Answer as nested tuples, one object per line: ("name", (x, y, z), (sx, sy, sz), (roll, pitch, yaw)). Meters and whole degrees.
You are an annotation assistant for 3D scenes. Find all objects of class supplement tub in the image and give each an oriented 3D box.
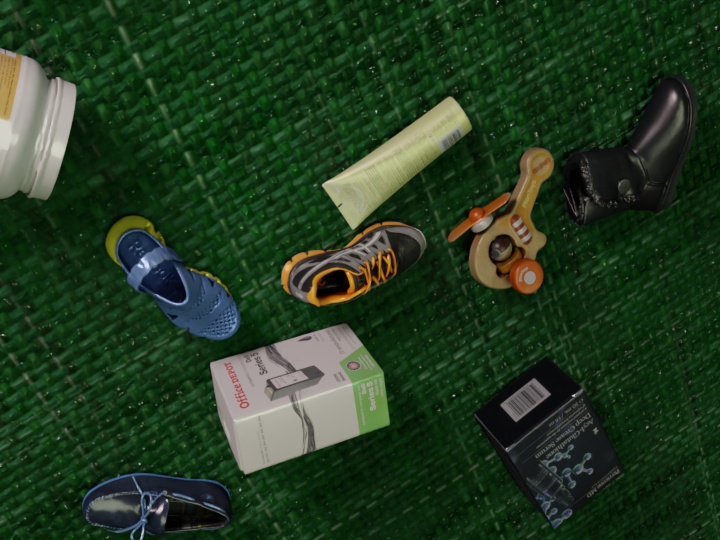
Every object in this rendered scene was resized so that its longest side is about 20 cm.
("supplement tub", (-0.393, -0.155, 0.865), (0.197, 0.144, 0.147), (15, 106, -27))

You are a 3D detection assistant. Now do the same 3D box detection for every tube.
("tube", (0.048, -0.141, 1.116), (0.199, 0.052, 0.058), (-38, 80, 1))

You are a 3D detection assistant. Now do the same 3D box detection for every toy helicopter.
("toy helicopter", (0.203, -0.075, 1.204), (0.130, 0.079, 0.203), (21, 93, -20))

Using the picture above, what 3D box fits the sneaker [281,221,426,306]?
("sneaker", (0.000, 0.000, 1.136), (0.197, 0.077, 0.080), (-22, 117, -14))

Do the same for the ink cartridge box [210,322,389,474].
("ink cartridge box", (-0.080, 0.159, 1.131), (0.196, 0.146, 0.086), (-15, 117, -16))

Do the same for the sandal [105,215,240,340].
("sandal", (-0.219, 0.024, 1.050), (0.080, 0.087, 0.200), (-48, 123, 1))

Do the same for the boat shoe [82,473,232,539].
("boat shoe", (-0.264, 0.311, 1.165), (0.196, 0.069, 0.086), (-2, 113, -22))

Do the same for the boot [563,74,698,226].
("boot", (0.369, -0.163, 1.218), (0.165, 0.077, 0.204), (-9, 121, -23))

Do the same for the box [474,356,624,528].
("box", (0.291, 0.265, 1.356), (0.148, 0.107, 0.201), (-37, 122, -4))
